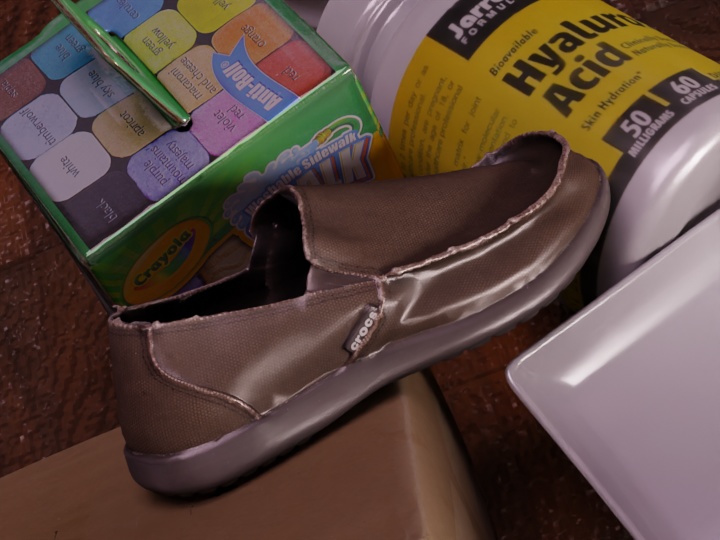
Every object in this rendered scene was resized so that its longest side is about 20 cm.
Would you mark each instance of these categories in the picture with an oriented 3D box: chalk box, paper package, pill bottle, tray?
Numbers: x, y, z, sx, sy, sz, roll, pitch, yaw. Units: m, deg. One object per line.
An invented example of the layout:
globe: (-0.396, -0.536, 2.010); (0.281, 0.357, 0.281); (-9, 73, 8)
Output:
chalk box: (-0.063, -0.041, 0.844); (0.124, 0.200, 0.124); (-35, 50, -7)
paper package: (-0.047, 0.123, 0.726); (0.190, 0.104, 0.200); (-23, 19, 5)
pill bottle: (0.074, -0.057, 0.863); (0.111, 0.111, 0.200); (-44, 51, -14)
tray: (0.152, 0.029, 0.777); (0.200, 0.022, 0.107); (-34, 78, -26)

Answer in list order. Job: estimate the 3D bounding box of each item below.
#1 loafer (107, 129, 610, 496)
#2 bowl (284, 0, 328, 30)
loafer: (0.000, 0.000, 0.729); (0.200, 0.071, 0.073); (-32, 21, -22)
bowl: (-0.009, -0.218, 0.988); (0.201, 0.090, 0.201); (-13, 65, 32)
